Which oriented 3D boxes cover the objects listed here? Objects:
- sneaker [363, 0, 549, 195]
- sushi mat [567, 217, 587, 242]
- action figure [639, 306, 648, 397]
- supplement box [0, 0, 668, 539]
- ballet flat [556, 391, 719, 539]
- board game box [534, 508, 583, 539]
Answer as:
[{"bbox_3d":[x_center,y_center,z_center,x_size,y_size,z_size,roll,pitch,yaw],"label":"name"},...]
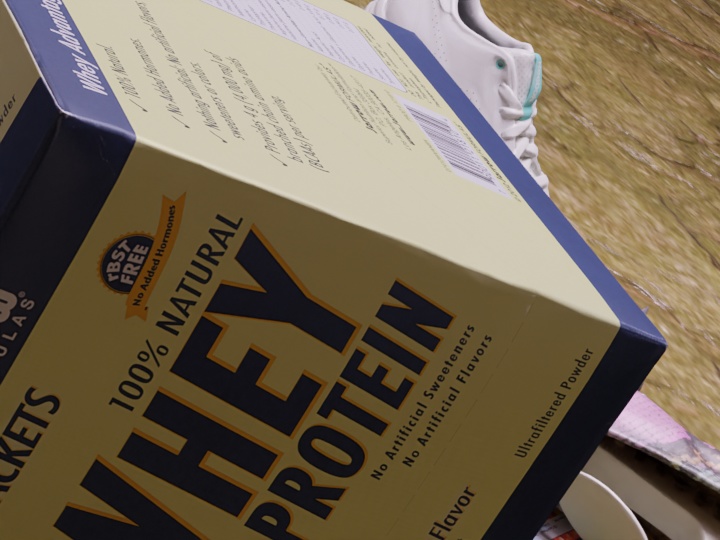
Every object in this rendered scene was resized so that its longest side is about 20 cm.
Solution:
[{"bbox_3d":[0.072,-0.081,1.293,0.075,0.088,0.200,-5,65,-55],"label":"sneaker"},{"bbox_3d":[0.057,-0.073,1.386,0.200,0.012,0.096,40,9,-7],"label":"sushi mat"},{"bbox_3d":[0.068,0.005,1.182,0.200,0.069,0.130,42,13,17],"label":"action figure"},{"bbox_3d":[-0.059,-0.007,0.689,0.199,0.134,0.200,20,21,-33],"label":"supplement box"},{"bbox_3d":[0.130,0.101,0.868,0.200,0.069,0.071,31,36,7],"label":"ballet flat"},{"bbox_3d":[0.139,0.155,0.920,0.165,0.057,0.200,41,20,18],"label":"board game box"}]
